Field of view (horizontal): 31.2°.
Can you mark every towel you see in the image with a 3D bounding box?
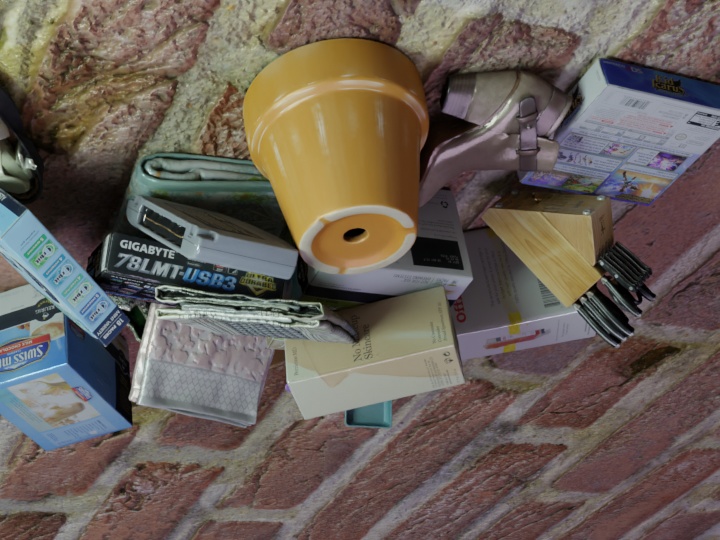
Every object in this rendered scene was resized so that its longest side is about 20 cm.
[{"bbox_3d":[-0.186,0.091,1.618,0.199,0.194,0.032,18,175,-43],"label":"towel"},{"bbox_3d":[-0.180,-0.063,1.494,0.197,0.049,0.172,4,144,-22],"label":"towel"},{"bbox_3d":[-0.110,0.055,1.392,0.190,0.035,0.200,6,170,12],"label":"towel"}]

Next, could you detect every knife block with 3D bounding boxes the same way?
[{"bbox_3d":[0.253,-0.001,1.555,0.198,0.064,0.178,7,116,33],"label":"knife block"}]

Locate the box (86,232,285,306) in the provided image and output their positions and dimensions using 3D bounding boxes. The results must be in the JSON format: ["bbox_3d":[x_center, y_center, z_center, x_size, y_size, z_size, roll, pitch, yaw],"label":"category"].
[{"bbox_3d":[-0.203,0.010,1.454,0.197,0.050,0.198,11,172,-17],"label":"box"}]

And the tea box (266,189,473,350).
[{"bbox_3d":[0.000,0.000,1.566,0.198,0.135,0.197,6,143,-25],"label":"tea box"}]

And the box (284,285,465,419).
[{"bbox_3d":[0.015,0.096,1.499,0.197,0.096,0.078,-14,138,5],"label":"box"}]

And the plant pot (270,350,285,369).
[{"bbox_3d":[-0.152,0.092,1.765,0.197,0.028,0.201,-8,148,-5],"label":"plant pot"}]

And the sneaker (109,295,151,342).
[{"bbox_3d":[-0.274,0.062,1.620,0.076,0.090,0.200,-17,147,11],"label":"sneaker"}]

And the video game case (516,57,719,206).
[{"bbox_3d":[0.308,-0.157,1.498,0.198,0.046,0.182,8,143,-27],"label":"video game case"}]

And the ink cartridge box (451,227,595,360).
[{"bbox_3d":[0.192,0.022,1.649,0.197,0.147,0.084,-10,150,-1],"label":"ink cartridge box"}]

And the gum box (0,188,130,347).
[{"bbox_3d":[-0.354,-0.021,1.377,0.045,0.169,0.201,-48,139,-13],"label":"gum box"}]

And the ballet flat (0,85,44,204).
[{"bbox_3d":[-0.373,-0.133,1.307,0.072,0.074,0.201,-13,148,4],"label":"ballet flat"}]

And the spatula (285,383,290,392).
[{"bbox_3d":[-0.003,0.110,1.591,0.198,0.021,0.056,-27,141,24],"label":"spatula"}]

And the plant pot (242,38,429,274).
[{"bbox_3d":[-0.015,-0.106,1.348,0.197,0.185,0.201,-8,148,-5],"label":"plant pot"}]

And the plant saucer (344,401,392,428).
[{"bbox_3d":[0.010,0.105,1.689,0.069,0.203,0.019,6,169,-25],"label":"plant saucer"}]

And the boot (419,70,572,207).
[{"bbox_3d":[0.146,-0.136,1.439,0.144,0.071,0.201,12,133,-9],"label":"boot"}]

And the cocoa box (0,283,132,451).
[{"bbox_3d":[-0.389,0.122,1.639,0.132,0.133,0.201,-16,148,8],"label":"cocoa box"}]

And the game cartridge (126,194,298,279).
[{"bbox_3d":[-0.151,-0.035,1.349,0.132,0.199,0.042,17,94,-33],"label":"game cartridge"}]
